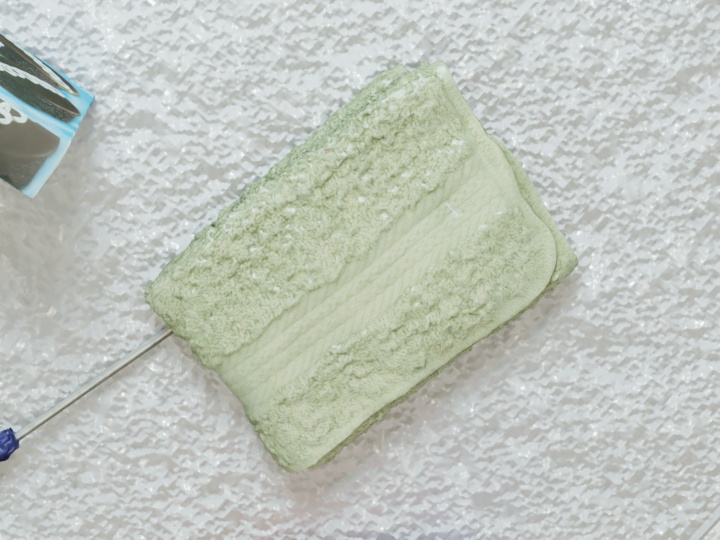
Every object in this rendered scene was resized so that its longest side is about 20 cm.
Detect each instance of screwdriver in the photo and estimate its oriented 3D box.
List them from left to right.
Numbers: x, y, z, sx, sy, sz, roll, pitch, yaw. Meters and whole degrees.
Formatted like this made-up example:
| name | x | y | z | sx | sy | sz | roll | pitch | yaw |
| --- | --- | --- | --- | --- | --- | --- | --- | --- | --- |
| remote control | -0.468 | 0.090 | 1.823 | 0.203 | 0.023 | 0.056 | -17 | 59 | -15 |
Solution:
| name | x | y | z | sx | sy | sz | roll | pitch | yaw |
| --- | --- | --- | --- | --- | --- | --- | --- | --- | --- |
| screwdriver | -0.172 | 0.077 | 0.963 | 0.199 | 0.028 | 0.029 | -38 | 132 | 6 |

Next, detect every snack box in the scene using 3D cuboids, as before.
| name | x | y | z | sx | sy | sz | roll | pitch | yaw |
| --- | --- | --- | --- | --- | --- | --- | --- | --- | --- |
| snack box | -0.223 | -0.115 | 0.860 | 0.199 | 0.116 | 0.037 | 34 | 102 | -11 |

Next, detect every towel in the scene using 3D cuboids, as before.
| name | x | y | z | sx | sy | sz | roll | pitch | yaw |
| --- | --- | --- | --- | --- | --- | --- | --- | --- | --- |
| towel | 0.000 | 0.000 | 0.941 | 0.199 | 0.037 | 0.149 | -37 | 103 | 7 |
